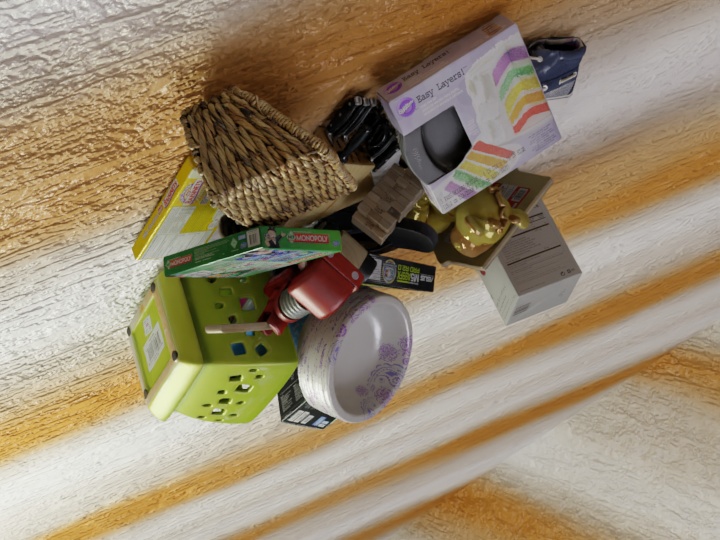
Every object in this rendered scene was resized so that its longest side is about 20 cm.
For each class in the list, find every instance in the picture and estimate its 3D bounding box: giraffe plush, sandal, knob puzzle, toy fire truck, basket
[{"bbox_3d":[0.154,-0.093,1.525,0.172,0.162,0.201,-32,151,-20],"label":"giraffe plush"},{"bbox_3d":[0.016,-0.055,1.533,0.199,0.043,0.076,9,152,34],"label":"sandal"},{"bbox_3d":[0.189,-0.078,1.634,0.219,0.220,0.030,-34,120,20],"label":"knob puzzle"},{"bbox_3d":[-0.100,0.036,1.454,0.176,0.129,0.201,-26,-152,52],"label":"toy fire truck"},{"bbox_3d":[-0.103,-0.145,1.221,0.148,0.144,0.200,-23,168,7],"label":"basket"}]

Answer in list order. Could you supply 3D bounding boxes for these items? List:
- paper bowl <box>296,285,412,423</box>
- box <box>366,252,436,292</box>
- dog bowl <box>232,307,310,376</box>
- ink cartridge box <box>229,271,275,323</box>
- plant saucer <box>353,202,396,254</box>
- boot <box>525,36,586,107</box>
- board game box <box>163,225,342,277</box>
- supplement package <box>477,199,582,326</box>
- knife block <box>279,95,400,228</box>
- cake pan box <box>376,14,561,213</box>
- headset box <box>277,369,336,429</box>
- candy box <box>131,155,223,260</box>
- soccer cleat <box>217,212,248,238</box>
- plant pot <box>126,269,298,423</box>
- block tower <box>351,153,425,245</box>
[{"bbox_3d":[-0.019,0.120,1.598,0.200,0.104,0.202,-26,125,-44],"label":"paper bowl"},{"bbox_3d":[0.000,0.000,1.654,0.159,0.045,0.199,3,176,37],"label":"box"},{"bbox_3d":[-0.149,0.110,1.673,0.049,0.112,0.200,6,142,-36],"label":"dog bowl"},{"bbox_3d":[-0.168,0.062,1.727,0.094,0.037,0.200,-12,151,-39],"label":"ink cartridge box"},{"bbox_3d":[0.045,-0.079,1.659,0.199,0.030,0.200,-20,155,-10],"label":"plant saucer"},{"bbox_3d":[0.205,-0.262,1.405,0.199,0.073,0.091,-14,139,-26],"label":"boot"},{"bbox_3d":[-0.140,-0.021,1.350,0.199,0.029,0.134,-14,170,43],"label":"board game box"},{"bbox_3d":[0.255,-0.035,1.737,0.119,0.201,0.121,-20,157,-12],"label":"supplement package"},{"bbox_3d":[-0.043,-0.145,1.392,0.199,0.064,0.176,-24,156,-2],"label":"knife block"},{"bbox_3d":[0.138,-0.195,1.346,0.199,0.052,0.185,-31,121,-3],"label":"cake pan box"},{"bbox_3d":[-0.066,0.138,1.799,0.092,0.201,0.174,17,135,-36],"label":"headset box"},{"bbox_3d":[-0.220,-0.081,1.395,0.102,0.027,0.200,-4,149,-39],"label":"candy box"},{"bbox_3d":[-0.157,-0.058,1.421,0.085,0.069,0.200,-21,173,-24],"label":"soccer cleat"},{"bbox_3d":[-0.231,0.107,1.576,0.180,0.200,0.200,-1,146,-34],"label":"plant pot"},{"bbox_3d":[0.072,-0.130,1.428,0.200,0.058,0.054,-52,175,-10],"label":"block tower"}]
